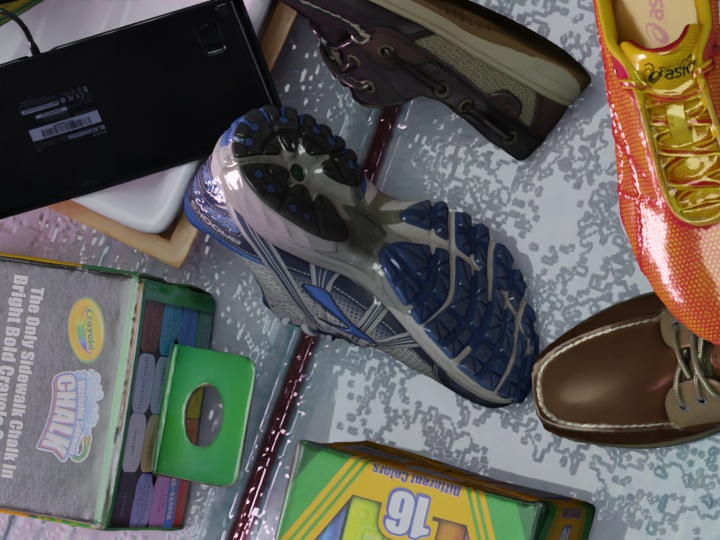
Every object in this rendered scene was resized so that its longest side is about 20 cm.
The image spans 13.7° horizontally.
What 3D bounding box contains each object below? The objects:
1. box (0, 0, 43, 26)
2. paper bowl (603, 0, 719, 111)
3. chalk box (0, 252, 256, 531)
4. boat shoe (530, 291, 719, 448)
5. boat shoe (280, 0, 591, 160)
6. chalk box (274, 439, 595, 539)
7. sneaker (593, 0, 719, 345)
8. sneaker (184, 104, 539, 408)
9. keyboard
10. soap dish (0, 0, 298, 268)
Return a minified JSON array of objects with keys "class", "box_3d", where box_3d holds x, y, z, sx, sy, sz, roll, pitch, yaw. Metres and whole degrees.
[{"class":"box","box_3d":[-0.129,-0.210,1.420,0.200,0.048,0.118,-28,71,18]},{"class":"paper bowl","box_3d":[0.218,-0.097,1.382,0.200,0.104,0.202,-1,86,15]},{"class":"chalk box","box_3d":[-0.145,0.059,1.458,0.199,0.124,0.125,9,87,14]},{"class":"boat shoe","box_3d":[0.176,0.037,1.398,0.199,0.074,0.076,-12,83,14]},{"class":"boat shoe","box_3d":[0.016,-0.106,1.412,0.199,0.073,0.065,22,101,-22]},{"class":"chalk box","box_3d":[0.019,0.190,1.404,0.124,0.125,0.201,13,90,16]},{"class":"sneaker","box_3d":[0.136,-0.063,1.310,0.073,0.077,0.201,-17,83,12]},{"class":"sneaker","box_3d":[0.000,0.000,1.435,0.200,0.077,0.085,40,141,-17]},{"class":"keyboard","box_3d":[-0.147,-0.093,1.411,0.199,0.021,0.127,-16,117,10]},{"class":"soap dish","box_3d":[-0.137,-0.111,1.489,0.199,0.081,0.158,25,93,15]}]
